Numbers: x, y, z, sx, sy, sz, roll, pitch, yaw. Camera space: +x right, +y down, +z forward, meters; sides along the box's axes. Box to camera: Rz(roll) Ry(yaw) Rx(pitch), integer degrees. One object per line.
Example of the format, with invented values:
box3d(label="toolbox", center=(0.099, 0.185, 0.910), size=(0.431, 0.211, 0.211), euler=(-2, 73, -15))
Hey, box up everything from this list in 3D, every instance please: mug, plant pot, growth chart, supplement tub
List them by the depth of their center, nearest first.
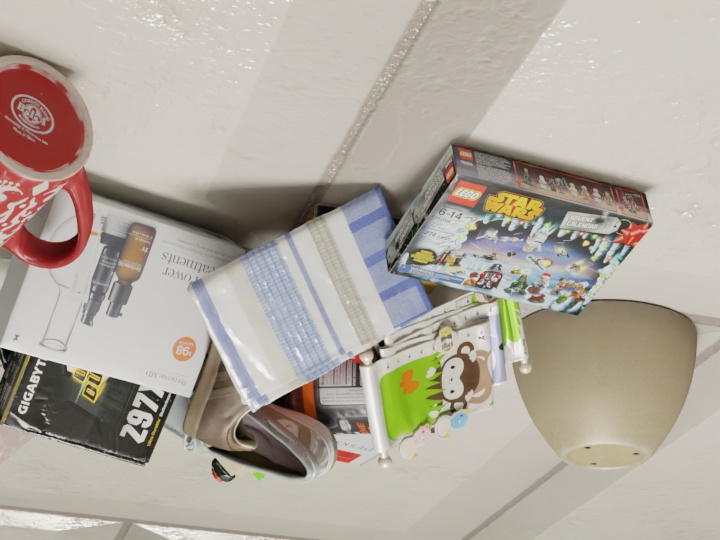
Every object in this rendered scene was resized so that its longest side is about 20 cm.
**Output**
box3d(label="mug", center=(-0.295, -0.083, 1.403), size=(0.176, 0.135, 0.199), euler=(-1, 159, -41))
box3d(label="growth chart", center=(0.083, 0.093, 1.649), size=(0.018, 0.199, 0.146), euler=(26, 140, 55))
box3d(label="supplement tub", center=(-0.004, 0.112, 1.733), size=(0.198, 0.108, 0.107), euler=(-2, 156, 14))
box3d(label="plant pot", center=(0.255, 0.132, 1.804), size=(0.198, 0.136, 0.201), euler=(2, 156, 1))

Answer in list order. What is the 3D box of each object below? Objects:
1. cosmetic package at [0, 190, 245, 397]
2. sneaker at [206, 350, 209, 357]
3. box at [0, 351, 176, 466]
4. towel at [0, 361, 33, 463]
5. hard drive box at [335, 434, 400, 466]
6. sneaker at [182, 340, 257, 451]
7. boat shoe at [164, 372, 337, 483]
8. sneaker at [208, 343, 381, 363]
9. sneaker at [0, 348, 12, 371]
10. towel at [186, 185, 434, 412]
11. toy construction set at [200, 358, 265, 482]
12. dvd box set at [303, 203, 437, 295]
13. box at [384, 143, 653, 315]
box3d(label="cosmetic package", center=(-0.221, 0.018, 1.569), size=(0.199, 0.152, 0.052), euler=(18, -171, -32))
box3d(label="sneaker", center=(-0.178, 0.067, 1.741), size=(0.198, 0.096, 0.079), euler=(12, 155, -20))
box3d(label="box", center=(-0.241, 0.070, 1.634), size=(0.159, 0.202, 0.049), euler=(21, -176, -32))
box3d(label="towel", center=(-0.366, 0.132, 1.843), size=(0.191, 0.032, 0.200), euler=(-39, 159, -12))
box3d(label="hard drive box", center=(-0.017, 0.144, 1.924), size=(0.155, 0.078, 0.200), euler=(14, 154, -24))
box3d(label="sneaker", center=(-0.104, 0.081, 1.611), size=(0.075, 0.071, 0.201), euler=(22, 119, 0))
box3d(label="boat shoe", center=(-0.122, 0.157, 1.695), size=(0.200, 0.075, 0.065), euler=(22, -161, 17))
box3d(label="sneaker", center=(-0.071, 0.071, 1.661), size=(0.199, 0.085, 0.077), euler=(11, 152, 32))
box3d(label="sneaker", center=(-0.303, 0.085, 1.704), size=(0.072, 0.113, 0.201), euler=(-8, 135, 25))
box3d(label="towel", center=(-0.044, 0.026, 1.552), size=(0.199, 0.024, 0.148), euler=(-28, 119, -4))
box3d(label="toy construction set", center=(-0.137, 0.148, 1.806), size=(0.199, 0.131, 0.092), euler=(35, 110, 1))
box3d(label="dvd box set", center=(0.000, 0.000, 1.654), size=(0.145, 0.030, 0.200), euler=(10, 155, -13))
box3d(label="box", center=(0.139, -0.032, 1.517), size=(0.198, 0.040, 0.137), euler=(12, 136, -22))
